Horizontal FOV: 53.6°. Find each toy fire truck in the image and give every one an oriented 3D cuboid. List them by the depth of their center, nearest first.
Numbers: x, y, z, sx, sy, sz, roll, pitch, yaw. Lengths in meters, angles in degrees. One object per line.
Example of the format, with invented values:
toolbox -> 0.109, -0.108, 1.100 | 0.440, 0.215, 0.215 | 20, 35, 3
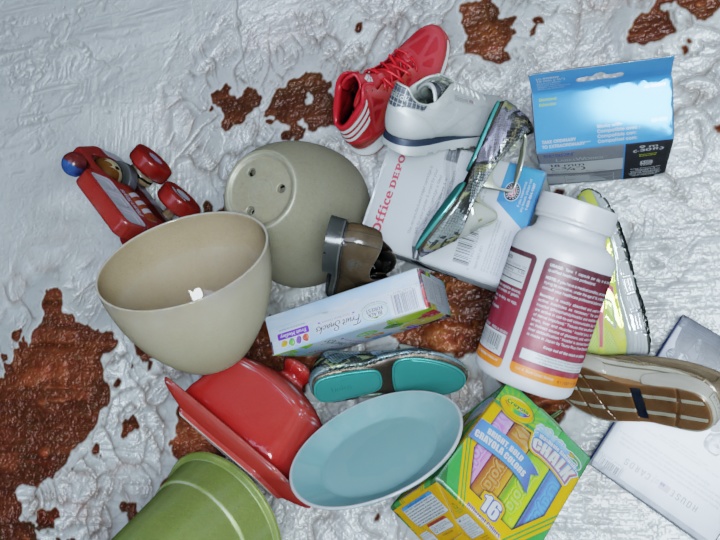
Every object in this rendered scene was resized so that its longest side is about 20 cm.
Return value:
toy fire truck -> -0.337, -0.109, 1.012 | 0.112, 0.168, 0.200 | -44, 70, 7

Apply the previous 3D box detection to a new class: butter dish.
butter dish -> -0.117, 0.177, 0.897 | 0.198, 0.200, 0.148 | 32, 69, 22

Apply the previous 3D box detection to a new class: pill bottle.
pill bottle -> 0.204, 0.025, 0.767 | 0.112, 0.113, 0.203 | 20, 98, 21

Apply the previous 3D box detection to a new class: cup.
cup -> -0.102, -0.087, 0.938 | 0.197, 0.143, 0.204 | -3, 80, 20

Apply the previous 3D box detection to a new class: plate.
plate -> 0.019, 0.194, 0.763 | 0.197, 0.201, 0.026 | -18, 107, 16

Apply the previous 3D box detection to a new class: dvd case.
dvd case -> 0.370, 0.174, 0.788 | 0.149, 0.025, 0.202 | 33, 94, 21

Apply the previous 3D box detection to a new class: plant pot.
plant pot -> -0.187, 0.040, 0.830 | 0.197, 0.201, 0.136 | 0, 124, 20
plant pot -> -0.225, 0.352, 0.846 | 0.197, 0.189, 0.204 | 10, 109, 29

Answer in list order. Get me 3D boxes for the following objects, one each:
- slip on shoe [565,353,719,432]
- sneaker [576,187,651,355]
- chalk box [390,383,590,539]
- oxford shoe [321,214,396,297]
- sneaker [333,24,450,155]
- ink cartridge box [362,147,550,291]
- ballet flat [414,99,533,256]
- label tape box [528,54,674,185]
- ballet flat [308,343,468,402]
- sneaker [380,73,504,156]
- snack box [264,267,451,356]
slip on shoe -> 0.300, 0.122, 0.782 | 0.198, 0.060, 0.077 | -1, 117, 52
sneaker -> 0.271, 0.004, 0.826 | 0.089, 0.078, 0.204 | -15, 74, 24
chalk box -> 0.152, 0.216, 0.775 | 0.124, 0.125, 0.200 | 43, 52, 7
oxford shoe -> 0.000, 0.000, 0.866 | 0.083, 0.200, 0.074 | 10, 75, 2
sneaker -> 0.040, -0.249, 0.928 | 0.078, 0.115, 0.202 | 35, 94, 21
ink cartridge box -> 0.117, -0.069, 0.887 | 0.197, 0.084, 0.147 | 19, 88, 21
ballet flat -> 0.136, -0.093, 0.807 | 0.071, 0.072, 0.202 | 30, 92, 21
label tape box -> 0.265, -0.155, 0.786 | 0.142, 0.200, 0.065 | -3, 80, 19
ballet flat -> 0.033, 0.120, 0.890 | 0.196, 0.074, 0.076 | -1, 80, -4
sneaker -> 0.112, -0.196, 0.861 | 0.076, 0.198, 0.082 | 31, 129, 39
snack box -> 0.002, 0.057, 0.876 | 0.197, 0.142, 0.054 | -18, 77, 15
